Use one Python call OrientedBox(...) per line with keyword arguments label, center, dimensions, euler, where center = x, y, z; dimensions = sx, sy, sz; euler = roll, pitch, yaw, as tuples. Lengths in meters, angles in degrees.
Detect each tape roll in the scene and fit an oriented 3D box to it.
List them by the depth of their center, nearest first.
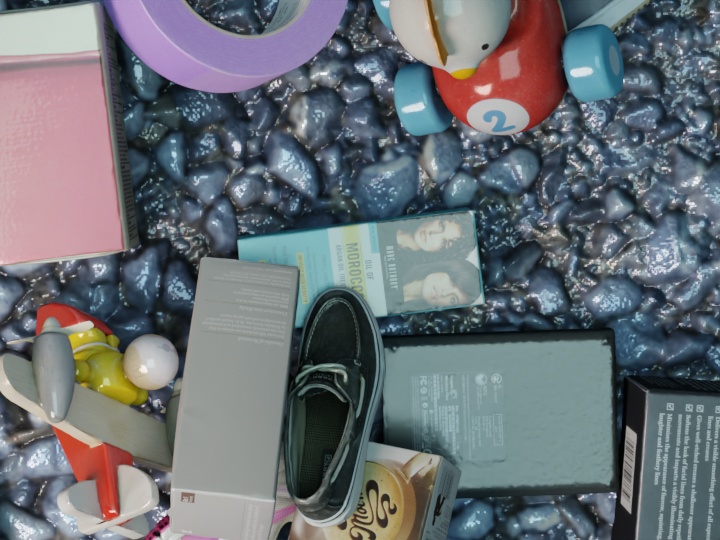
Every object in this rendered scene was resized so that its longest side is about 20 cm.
OrientedBox(label="tape roll", center=(-0.109, -0.247, 1.597), dimensions=(0.200, 0.066, 0.201), euler=(5, 80, -29))

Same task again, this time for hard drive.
OrientedBox(label="hard drive", center=(0.118, 0.122, 1.688), dimensions=(0.200, 0.033, 0.140), euler=(-2, 94, 0))

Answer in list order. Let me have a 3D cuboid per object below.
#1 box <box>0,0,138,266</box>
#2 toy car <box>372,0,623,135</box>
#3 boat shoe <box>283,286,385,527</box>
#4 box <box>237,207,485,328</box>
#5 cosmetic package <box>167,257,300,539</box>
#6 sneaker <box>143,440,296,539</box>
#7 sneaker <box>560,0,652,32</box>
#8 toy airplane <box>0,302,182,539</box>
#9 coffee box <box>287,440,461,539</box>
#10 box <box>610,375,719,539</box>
OrientedBox(label="box", center=(-0.247, -0.110, 1.609), dimensions=(0.109, 0.128, 0.200), euler=(-7, 93, -2))
OrientedBox(label="toy car", center=(0.083, -0.188, 1.558), dimensions=(0.184, 0.200, 0.177), euler=(-9, 95, 25))
OrientedBox(label="boat shoe", center=(-0.022, 0.101, 1.583), dimensions=(0.072, 0.071, 0.200), euler=(-3, 68, 13))
OrientedBox(label="box", center=(0.000, 0.000, 1.669), dimensions=(0.200, 0.049, 0.082), euler=(-8, 94, -2))
OrientedBox(label="cosmetic package", center=(-0.098, 0.102, 1.555), dimensions=(0.090, 0.107, 0.200), euler=(4, 66, -4))
OrientedBox(label="sneaker", center=(-0.116, 0.228, 1.662), dimensions=(0.200, 0.081, 0.088), euler=(-38, 93, 1))
OrientedBox(label="sneaker", center=(0.225, -0.281, 1.653), dimensions=(0.200, 0.070, 0.109), euler=(-38, 97, 3))
OrientedBox(label="toy airplane", center=(-0.199, 0.112, 1.591), dimensions=(0.141, 0.200, 0.199), euler=(-41, 96, 12))
OrientedBox(label="coffee box", center=(0.000, 0.242, 1.616), dimensions=(0.113, 0.080, 0.200), euler=(11, 79, 18))
OrientedBox(label="box", center=(0.321, 0.172, 1.670), dimensions=(0.200, 0.107, 0.149), euler=(4, 93, -2))
